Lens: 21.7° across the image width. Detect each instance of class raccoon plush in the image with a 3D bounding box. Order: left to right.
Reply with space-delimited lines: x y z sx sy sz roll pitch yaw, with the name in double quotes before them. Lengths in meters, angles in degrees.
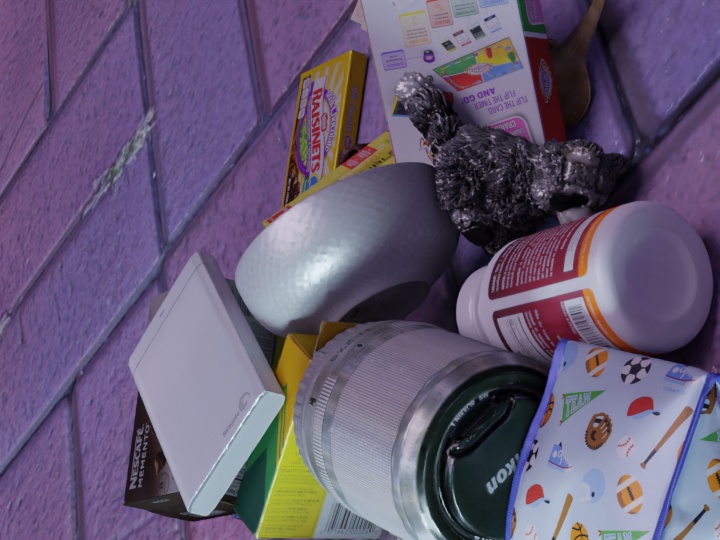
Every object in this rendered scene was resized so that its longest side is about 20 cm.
"raccoon plush" 0.120 -0.107 1.513 0.134 0.097 0.200 -38 84 26

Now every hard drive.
"hard drive" -0.135 0.093 1.601 0.132 0.027 0.200 -57 37 21

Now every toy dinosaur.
"toy dinosaur" 0.168 -0.172 1.610 0.101 0.058 0.201 49 126 40

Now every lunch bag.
"lunch bag" 0.192 0.167 1.300 0.170 0.124 0.201 9 76 58

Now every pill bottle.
"pill bottle" 0.164 0.020 1.434 0.200 0.113 0.114 -17 60 56

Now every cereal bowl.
"cereal bowl" 0.000 0.000 1.568 0.200 0.200 0.084 -45 64 40

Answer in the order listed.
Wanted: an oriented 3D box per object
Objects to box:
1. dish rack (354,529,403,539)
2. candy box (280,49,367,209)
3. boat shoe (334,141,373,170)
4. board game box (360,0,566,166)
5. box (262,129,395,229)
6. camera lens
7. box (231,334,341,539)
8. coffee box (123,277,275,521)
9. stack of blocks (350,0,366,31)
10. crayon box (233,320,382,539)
"dish rack" 0.068 0.220 1.566 0.200 0.043 0.172 30 102 60
"candy box" -0.041 -0.123 1.955 0.102 0.026 0.201 -16 62 52
"boat shoe" -0.027 -0.042 1.832 0.070 0.070 0.201 46 119 34
"board game box" 0.086 -0.171 1.588 0.152 0.040 0.201 -4 104 33
"box" 0.012 -0.075 1.704 0.200 0.050 0.075 -37 29 -11
"camera lens" 0.058 0.127 1.429 0.200 0.159 0.161 16 89 58
"box" -0.053 0.107 1.753 0.193 0.122 0.200 -59 32 23
"coffee box" -0.143 0.118 1.698 0.113 0.080 0.201 -18 60 53
"stack of blocks" 0.063 -0.229 1.741 0.059 0.115 0.200 -67 29 10
"crayon box" -0.016 0.126 1.560 0.051 0.126 0.201 44 121 51
